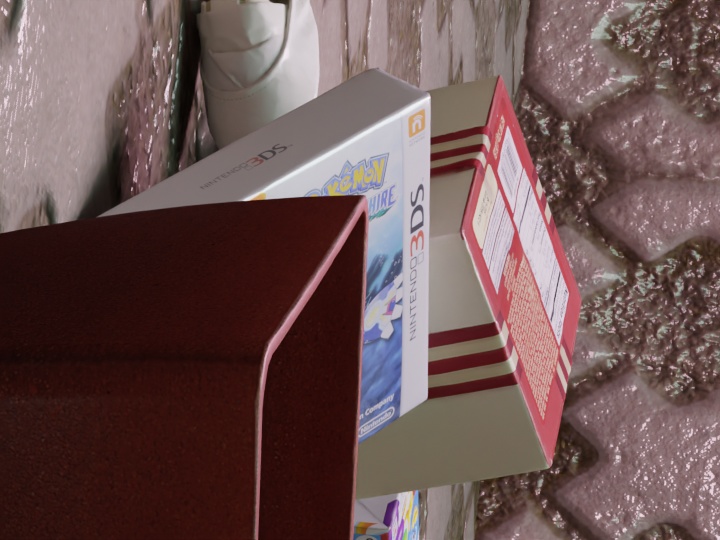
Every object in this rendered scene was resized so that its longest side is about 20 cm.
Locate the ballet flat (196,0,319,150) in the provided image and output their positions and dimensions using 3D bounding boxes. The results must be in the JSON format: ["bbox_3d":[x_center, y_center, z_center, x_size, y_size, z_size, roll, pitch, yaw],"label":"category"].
[{"bbox_3d":[-0.058,-0.145,1.553,0.070,0.069,0.200,82,11,-59],"label":"ballet flat"}]

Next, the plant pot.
[{"bbox_3d":[-0.101,0.088,0.902,0.200,0.176,0.200,-61,155,-74],"label":"plant pot"}]

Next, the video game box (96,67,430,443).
[{"bbox_3d":[-0.045,0.023,1.410,0.200,0.047,0.183,-32,132,-38],"label":"video game box"}]

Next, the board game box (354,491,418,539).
[{"bbox_3d":[-0.021,0.194,1.831,0.103,0.105,0.200,-75,166,-50],"label":"board game box"}]

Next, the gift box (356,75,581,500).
[{"bbox_3d":[0.000,0.000,1.607,0.185,0.186,0.200,-69,143,-58],"label":"gift box"}]
